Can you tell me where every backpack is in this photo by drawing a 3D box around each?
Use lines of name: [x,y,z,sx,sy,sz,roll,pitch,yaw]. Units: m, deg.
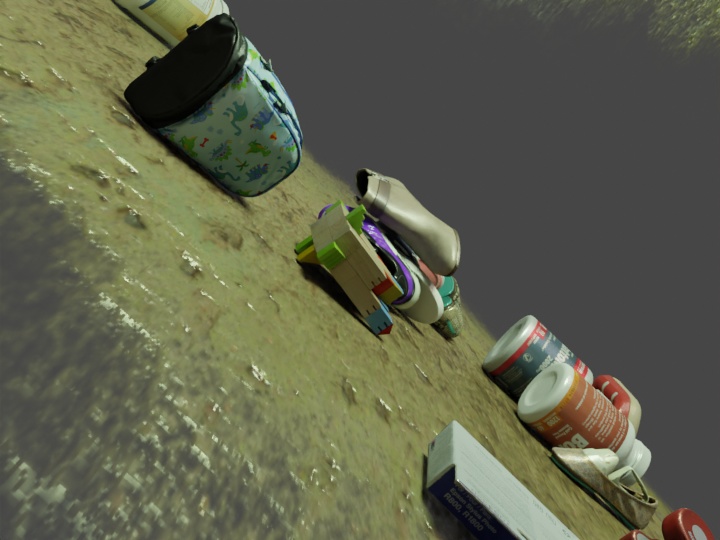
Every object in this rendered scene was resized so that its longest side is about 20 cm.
backpack: [-0.155,-0.182,1.488,0.154,0.163,0.200,57,5,28]

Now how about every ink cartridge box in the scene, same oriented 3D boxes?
ink cartridge box: [0.136,0.228,1.052,0.196,0.043,0.200,45,9,-1]

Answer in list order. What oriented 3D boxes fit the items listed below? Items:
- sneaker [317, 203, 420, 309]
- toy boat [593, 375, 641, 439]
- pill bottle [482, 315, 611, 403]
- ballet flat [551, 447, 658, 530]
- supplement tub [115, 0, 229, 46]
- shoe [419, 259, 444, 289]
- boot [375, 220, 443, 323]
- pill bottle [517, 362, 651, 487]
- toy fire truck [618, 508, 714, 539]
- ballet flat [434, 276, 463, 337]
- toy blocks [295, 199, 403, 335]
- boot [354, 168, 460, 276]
sneaker: [0.003,-0.032,1.767,0.200,0.070,0.099,46,9,23]
toy boat: [0.461,0.282,2.416,0.130,0.131,0.200,10,15,-13]
pill bottle: [0.311,0.182,2.033,0.200,0.120,0.120,43,7,-3]
ballet flat: [0.362,0.302,1.810,0.200,0.067,0.068,40,7,-22]
supplement tub: [-0.354,-0.509,2.313,0.200,0.144,0.144,36,10,-49]
shoe: [0.056,-0.015,1.987,0.200,0.072,0.091,34,11,-17]
boot: [0.068,-0.006,1.851,0.200,0.073,0.090,45,36,20]
pill bottle: [0.344,0.243,1.884,0.200,0.112,0.112,42,7,-12]
toy fire truck: [0.325,0.349,1.224,0.200,0.112,0.168,40,31,-23]
ballet flat: [0.142,0.066,2.060,0.200,0.068,0.075,-89,154,-74]
toy blocks: [0.000,0.000,1.532,0.137,0.100,0.200,54,5,-15]
boot: [0.060,-0.075,1.812,0.146,0.070,0.200,30,15,-25]
